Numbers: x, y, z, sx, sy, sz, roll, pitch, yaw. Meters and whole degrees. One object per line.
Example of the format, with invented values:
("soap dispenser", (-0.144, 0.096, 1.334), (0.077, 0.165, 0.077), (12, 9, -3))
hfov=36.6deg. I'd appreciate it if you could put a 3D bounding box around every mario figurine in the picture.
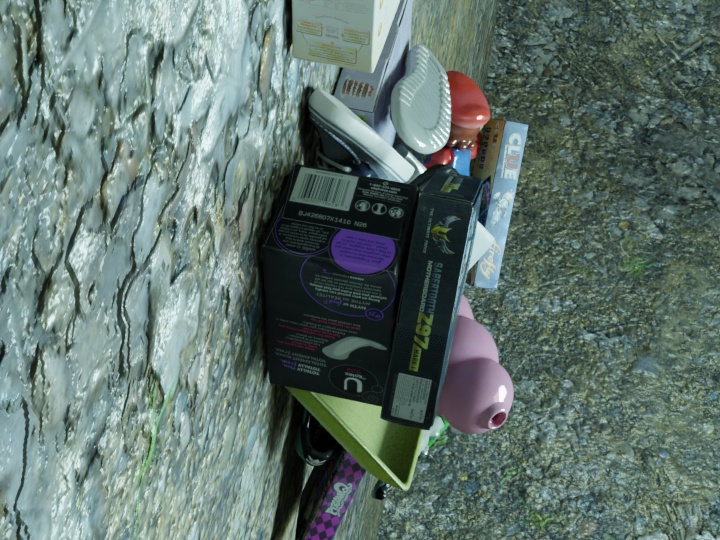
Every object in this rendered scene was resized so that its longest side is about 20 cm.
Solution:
("mario figurine", (0.094, -0.137, 1.295), (0.124, 0.104, 0.203), (-73, 170, -72))

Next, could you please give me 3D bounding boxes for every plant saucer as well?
("plant saucer", (-0.007, 0.115, 1.190), (0.048, 0.200, 0.201), (-30, -158, 31))

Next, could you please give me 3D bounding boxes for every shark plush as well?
("shark plush", (0.044, 0.212, 1.286), (0.091, 0.083, 0.201), (48, 24, -25))

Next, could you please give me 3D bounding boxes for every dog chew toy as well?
("dog chew toy", (0.086, 0.091, 1.132), (0.200, 0.123, 0.126), (48, -38, 44))

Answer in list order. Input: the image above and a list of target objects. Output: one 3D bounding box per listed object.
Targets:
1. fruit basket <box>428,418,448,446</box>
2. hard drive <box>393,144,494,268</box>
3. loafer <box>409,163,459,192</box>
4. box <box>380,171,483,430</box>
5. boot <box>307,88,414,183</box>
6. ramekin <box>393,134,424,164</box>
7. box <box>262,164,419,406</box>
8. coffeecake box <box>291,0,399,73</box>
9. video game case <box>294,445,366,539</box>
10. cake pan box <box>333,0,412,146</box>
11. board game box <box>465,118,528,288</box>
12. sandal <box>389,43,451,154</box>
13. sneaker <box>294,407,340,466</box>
("fruit basket", (0.063, 0.109, 1.447), (0.156, 0.213, 0.218), (-55, 156, -71))
("hard drive", (0.056, -0.038, 1.225), (0.132, 0.027, 0.200), (-47, 136, 5))
("loafer", (0.028, -0.034, 1.143), (0.201, 0.068, 0.070), (-49, -153, -4))
("box", (0.066, 0.021, 0.974), (0.158, 0.050, 0.203), (-53, 154, -76))
("boot", (-0.015, -0.099, 1.050), (0.091, 0.073, 0.200), (-49, 153, 5))
("ramekin", (0.066, -0.168, 1.416), (0.200, 0.104, 0.203), (12, 90, -83))
("box", (-0.018, 0.017, 0.999), (0.201, 0.121, 0.107), (94, 10, -49))
("coffeecake box", (-0.002, -0.285, 0.842), (0.201, 0.072, 0.155), (93, 12, -49))
("video game case", (-0.025, 0.239, 1.335), (0.181, 0.035, 0.202), (-88, -158, -75))
("cake pan box", (0.016, -0.196, 1.206), (0.185, 0.052, 0.202), (92, 12, -61))
("board game box", (0.144, -0.088, 1.361), (0.135, 0.034, 0.203), (-154, -107, -67))
("sandal", (0.059, -0.175, 1.169), (0.050, 0.083, 0.203), (-33, -161, 28))
("sneaker", (-0.024, 0.130, 1.266), (0.080, 0.070, 0.203), (156, -51, -78))
